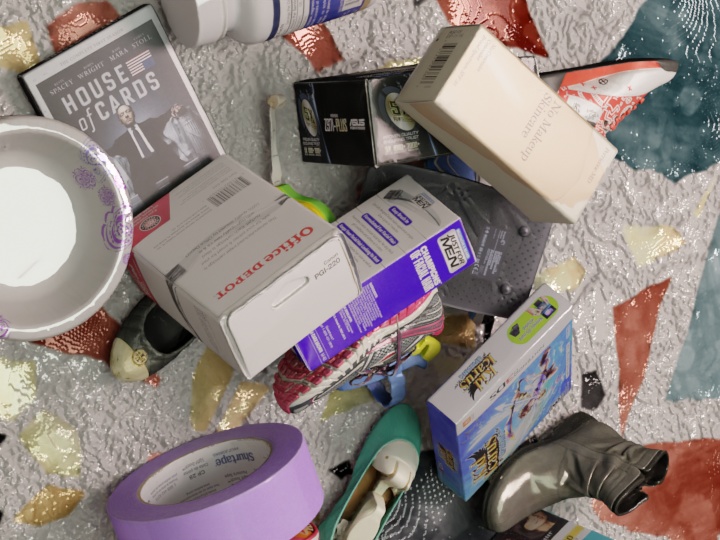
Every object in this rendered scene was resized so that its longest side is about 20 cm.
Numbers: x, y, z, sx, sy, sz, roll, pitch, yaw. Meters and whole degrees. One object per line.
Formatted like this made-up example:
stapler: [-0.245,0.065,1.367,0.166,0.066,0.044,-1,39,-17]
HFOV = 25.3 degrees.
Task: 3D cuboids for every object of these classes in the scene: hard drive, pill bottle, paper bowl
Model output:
hard drive: [0.090,-0.035,1.669,0.198,0.042,0.136,16,106,-3]
pill bottle: [-0.089,-0.287,1.561,0.199,0.119,0.121,-21,104,-24]
paper bowl: [-0.316,-0.041,1.469,0.199,0.104,0.203,-3,97,-26]

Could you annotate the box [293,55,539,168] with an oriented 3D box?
box: [0.058,-0.163,1.626,0.199,0.163,0.087,-11,100,-26]

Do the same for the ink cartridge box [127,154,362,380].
ink cartridge box: [-0.116,-0.007,1.510,0.145,0.200,0.085,-37,132,-18]

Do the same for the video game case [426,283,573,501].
video game case: [0.152,0.133,1.702,0.181,0.045,0.200,-43,153,-17]

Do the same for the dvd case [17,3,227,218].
dvd case: [-0.221,-0.135,1.558,0.150,0.025,0.201,-34,110,-22]

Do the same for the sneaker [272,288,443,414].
sneaker: [0.003,0.080,1.582,0.199,0.081,0.075,-35,124,-15]

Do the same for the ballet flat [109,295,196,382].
ballet flat: [-0.169,0.035,1.583,0.200,0.057,0.067,-43,111,-18]

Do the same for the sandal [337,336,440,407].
sandal: [-0.009,0.086,1.663,0.199,0.079,0.088,19,89,-26]

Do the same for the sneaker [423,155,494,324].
sneaker: [0.113,-0.040,1.729,0.076,0.076,0.202,-6,102,1]

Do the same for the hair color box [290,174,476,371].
hair color box: [0.000,0.000,1.566,0.199,0.109,0.065,-34,128,-9]

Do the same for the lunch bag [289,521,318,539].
lunch bag: [-0.138,0.291,1.542,0.175,0.200,0.083,-20,103,-23]

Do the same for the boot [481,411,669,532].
boot: [0.237,0.234,1.759,0.199,0.130,0.068,-35,129,-28]

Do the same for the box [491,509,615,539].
box: [0.221,0.317,1.734,0.082,0.200,0.049,-43,114,-18]

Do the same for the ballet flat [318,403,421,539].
ballet flat: [0.019,0.235,1.693,0.067,0.070,0.201,36,77,-25]

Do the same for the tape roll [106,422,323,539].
tape roll: [-0.138,0.218,1.534,0.199,0.200,0.066,-26,106,-23]

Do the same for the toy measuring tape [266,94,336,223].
toy measuring tape: [-0.058,-0.076,1.621,0.073,0.073,0.202,-5,99,-27]

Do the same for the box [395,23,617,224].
box: [0.141,-0.138,1.536,0.200,0.078,0.095,36,78,-26]

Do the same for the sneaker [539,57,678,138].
sneaker: [0.267,-0.175,1.792,0.200,0.067,0.109,-12,101,-23]
